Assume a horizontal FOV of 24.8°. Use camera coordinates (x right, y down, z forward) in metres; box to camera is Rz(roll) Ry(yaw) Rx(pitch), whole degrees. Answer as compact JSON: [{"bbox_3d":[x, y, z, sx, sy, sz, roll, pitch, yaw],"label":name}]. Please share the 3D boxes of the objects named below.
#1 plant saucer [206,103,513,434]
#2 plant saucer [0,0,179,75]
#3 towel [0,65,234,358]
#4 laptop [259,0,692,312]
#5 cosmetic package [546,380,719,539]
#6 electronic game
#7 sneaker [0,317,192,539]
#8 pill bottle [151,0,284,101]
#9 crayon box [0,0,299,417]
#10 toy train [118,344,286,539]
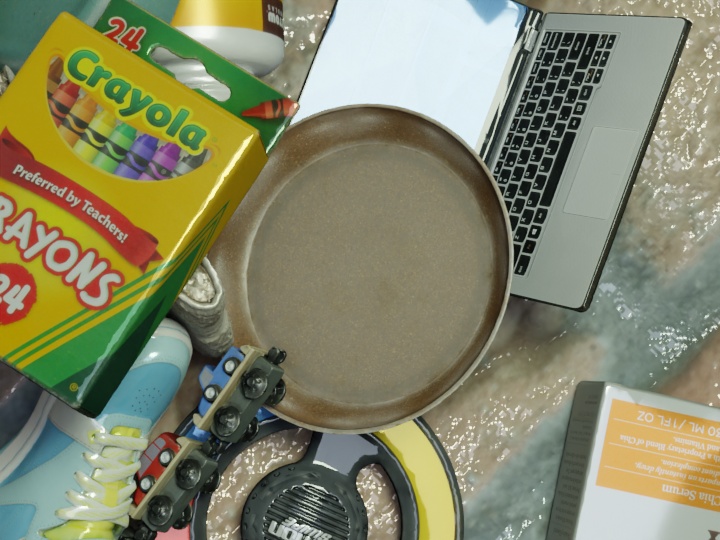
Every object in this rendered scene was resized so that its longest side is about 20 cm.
[{"bbox_3d":[0.000,0.000,0.988,0.200,0.032,0.201,-5,77,21],"label":"plant saucer"},{"bbox_3d":[-0.186,-0.195,0.962,0.200,0.036,0.201,-2,87,33],"label":"plant saucer"},{"bbox_3d":[-0.147,-0.034,0.951,0.034,0.133,0.200,-44,80,-11],"label":"towel"},{"bbox_3d":[0.067,-0.094,1.006,0.116,0.200,0.188,24,84,-38],"label":"laptop"},{"bbox_3d":[0.170,0.176,1.018,0.101,0.071,0.201,12,86,-5],"label":"cosmetic package"},{"bbox_3d":[-0.035,0.158,1.012,0.199,0.042,0.201,0,86,-6],"label":"electronic game"},{"bbox_3d":[-0.146,0.130,0.926,0.079,0.131,0.200,16,124,-42],"label":"sneaker"},{"bbox_3d":[-0.102,-0.182,0.993,0.109,0.109,0.201,-2,87,-6],"label":"pill bottle"},{"bbox_3d":[-0.138,-0.042,0.851,0.127,0.051,0.200,31,81,9],"label":"crayon box"},{"bbox_3d":[-0.111,0.122,0.976,0.046,0.034,0.200,40,96,29],"label":"toy train"}]
